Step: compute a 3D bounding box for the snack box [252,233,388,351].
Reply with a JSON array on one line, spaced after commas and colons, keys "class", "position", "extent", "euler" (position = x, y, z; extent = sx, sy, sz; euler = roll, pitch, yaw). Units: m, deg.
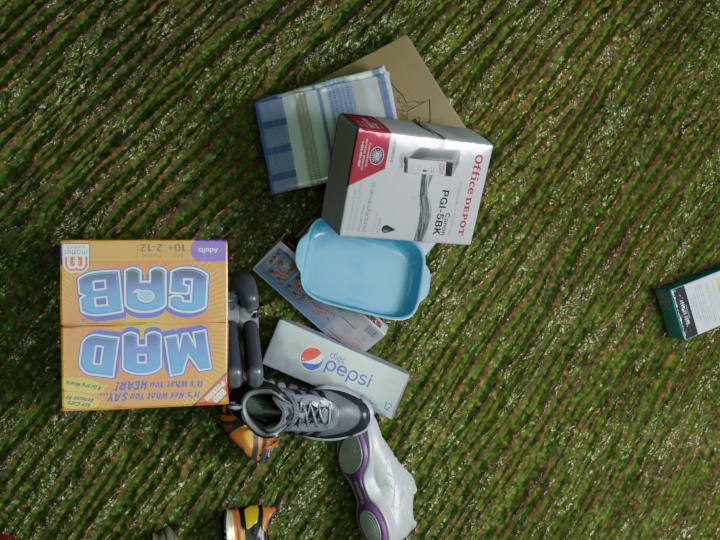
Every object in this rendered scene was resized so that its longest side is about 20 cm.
[{"class": "snack box", "position": [-0.056, 0.039, 1.417], "extent": [0.200, 0.072, 0.024], "euler": [42, 36, -11]}]

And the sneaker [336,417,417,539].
[{"class": "sneaker", "position": [0.026, 0.292, 1.446], "extent": [0.099, 0.074, 0.203], "euler": [-9, 84, -45]}]

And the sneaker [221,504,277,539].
[{"class": "sneaker", "position": [-0.138, 0.424, 1.388], "extent": [0.089, 0.070, 0.203], "euler": [-8, 90, -12]}]

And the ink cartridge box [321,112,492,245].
[{"class": "ink cartridge box", "position": [0.062, -0.119, 1.339], "extent": [0.198, 0.083, 0.149], "euler": [3, 110, -22]}]

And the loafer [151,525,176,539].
[{"class": "loafer", "position": [-0.282, 0.444, 1.347], "extent": [0.067, 0.076, 0.203], "euler": [6, 89, -18]}]

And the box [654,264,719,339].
[{"class": "box", "position": [0.572, 0.037, 1.595], "extent": [0.198, 0.049, 0.083], "euler": [-19, 94, -14]}]

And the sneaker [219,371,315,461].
[{"class": "sneaker", "position": [-0.100, 0.213, 1.405], "extent": [0.197, 0.078, 0.114], "euler": [12, 91, -2]}]

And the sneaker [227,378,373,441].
[{"class": "sneaker", "position": [-0.079, 0.188, 1.309], "extent": [0.197, 0.114, 0.077], "euler": [8, 91, -2]}]

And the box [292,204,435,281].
[{"class": "box", "position": [0.023, -0.062, 1.447], "extent": [0.158, 0.051, 0.200], "euler": [44, 79, -11]}]

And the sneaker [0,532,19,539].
[{"class": "sneaker", "position": [-0.529, 0.408, 1.292], "extent": [0.197, 0.078, 0.117], "euler": [-5, 99, -3]}]

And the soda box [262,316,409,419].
[{"class": "soda box", "position": [-0.034, 0.134, 1.401], "extent": [0.198, 0.063, 0.069], "euler": [23, 91, -1]}]

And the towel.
[{"class": "towel", "position": [-0.042, -0.194, 1.401], "extent": [0.197, 0.024, 0.149], "euler": [-13, 78, 3]}]

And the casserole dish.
[{"class": "casserole dish", "position": [0.000, 0.000, 1.385], "extent": [0.198, 0.039, 0.123], "euler": [14, 76, -17]}]

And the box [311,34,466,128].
[{"class": "box", "position": [0.046, -0.218, 1.427], "extent": [0.162, 0.021, 0.201], "euler": [-28, 75, -6]}]

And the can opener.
[{"class": "can opener", "position": [-0.158, 0.071, 1.328], "extent": [0.053, 0.201, 0.068], "euler": [0, 121, -11]}]

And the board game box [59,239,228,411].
[{"class": "board game box", "position": [-0.278, 0.064, 1.287], "extent": [0.197, 0.200, 0.203], "euler": [0, 90, -14]}]
